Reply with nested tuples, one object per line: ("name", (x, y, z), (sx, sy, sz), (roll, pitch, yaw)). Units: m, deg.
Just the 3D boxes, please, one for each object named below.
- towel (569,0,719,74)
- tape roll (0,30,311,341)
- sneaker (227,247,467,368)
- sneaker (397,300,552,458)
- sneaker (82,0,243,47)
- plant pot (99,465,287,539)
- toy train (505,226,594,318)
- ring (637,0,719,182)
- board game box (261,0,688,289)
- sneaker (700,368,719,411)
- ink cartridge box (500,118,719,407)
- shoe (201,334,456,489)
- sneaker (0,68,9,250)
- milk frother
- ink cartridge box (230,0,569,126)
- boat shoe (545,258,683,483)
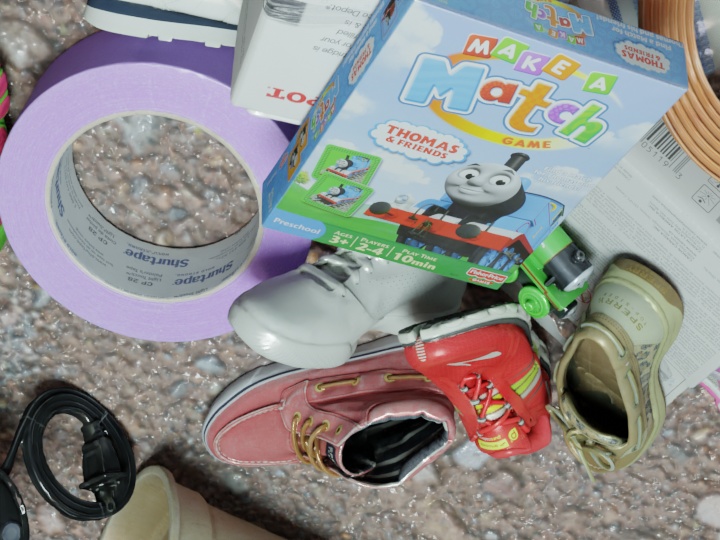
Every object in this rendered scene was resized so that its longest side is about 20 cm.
("towel", (0.146, -0.167, 0.902), (0.199, 0.024, 0.147), (-20, 116, 8))
("tape roll", (-0.125, -0.054, 0.990), (0.199, 0.066, 0.201), (2, 123, 3))
("sneaker", (0.000, 0.000, 0.962), (0.075, 0.200, 0.089), (39, 120, 27))
("sneaker", (0.086, 0.075, 0.987), (0.077, 0.085, 0.200), (-15, 159, 20))
("sneaker", (-0.062, -0.171, 0.910), (0.199, 0.076, 0.081), (6, 103, -6))
("plant pot", (-0.094, 0.263, 1.130), (0.183, 0.201, 0.201), (20, 123, -21))
("toy train", (0.069, -0.056, 0.937), (0.200, 0.042, 0.056), (49, 143, 6))
("ring", (0.232, -0.141, 0.867), (0.200, 0.019, 0.202), (-4, 98, -27))
("board game box", (0.052, -0.069, 0.816), (0.151, 0.037, 0.200), (15, 143, -19))
("sneaker", (0.260, 0.052, 0.997), (0.199, 0.082, 0.088), (29, 152, -14))
("ink cartridge box", (0.167, -0.006, 0.948), (0.161, 0.050, 0.200), (43, 155, 8))
("shoe", (-0.024, 0.108, 1.067), (0.199, 0.091, 0.072), (-19, 119, 16))
("sneaker", (-0.272, -0.064, 1.002), (0.083, 0.077, 0.201), (18, 121, 15))
("milk frother", (-0.292, 0.162, 1.109), (0.199, 0.181, 0.188), (20, 165, -41))
("ink cartridge box", (0.027, -0.159, 0.792), (0.145, 0.084, 0.200), (11, 144, -14))
("boat shoe", (0.147, 0.072, 0.960), (0.073, 0.063, 0.200), (32, 150, 25))
